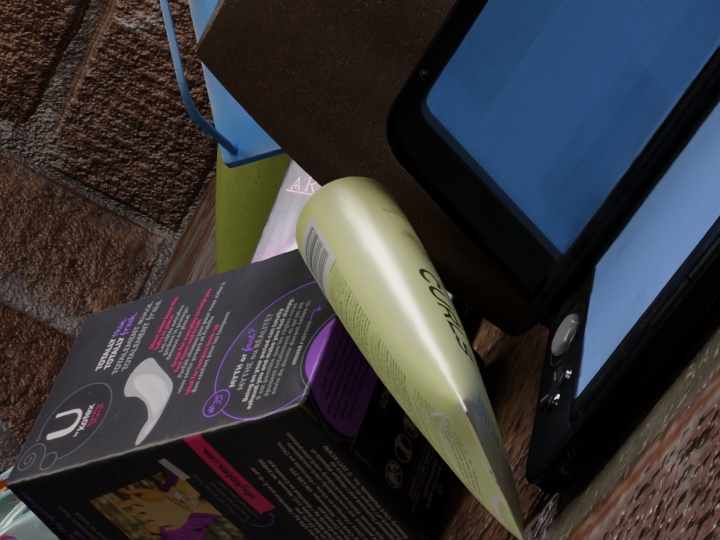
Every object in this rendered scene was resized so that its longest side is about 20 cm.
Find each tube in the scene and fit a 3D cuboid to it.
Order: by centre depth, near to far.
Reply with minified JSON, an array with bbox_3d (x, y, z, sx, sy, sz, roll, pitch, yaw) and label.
[{"bbox_3d":[0.024,0.030,0.864,0.052,0.058,0.200,-62,29,21],"label":"tube"}]

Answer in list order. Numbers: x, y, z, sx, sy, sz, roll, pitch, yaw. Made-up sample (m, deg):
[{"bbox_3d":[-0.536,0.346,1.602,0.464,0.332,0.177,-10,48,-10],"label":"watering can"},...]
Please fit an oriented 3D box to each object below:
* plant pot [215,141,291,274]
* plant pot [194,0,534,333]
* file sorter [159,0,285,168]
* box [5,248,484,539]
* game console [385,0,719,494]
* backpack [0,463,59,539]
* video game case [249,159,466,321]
[{"bbox_3d":[-0.024,-0.077,1.405,0.187,0.186,0.202,-135,64,-82],"label":"plant pot"},{"bbox_3d":[0.028,-0.099,1.002,0.188,0.199,0.187,-60,9,15],"label":"plant pot"},{"bbox_3d":[-0.014,-0.164,1.243,0.123,0.198,0.140,40,-144,-77],"label":"file sorter"},{"bbox_3d":[-0.056,0.076,1.023,0.199,0.106,0.123,-16,36,36],"label":"box"},{"bbox_3d":[0.084,-0.050,0.791,0.201,0.116,0.176,-57,9,37],"label":"game console"},{"bbox_3d":[-0.152,0.155,1.273,0.199,0.127,0.167,-32,-18,-14],"label":"backpack"},{"bbox_3d":[0.000,0.000,1.134,0.142,0.019,0.202,11,74,37],"label":"video game case"}]
